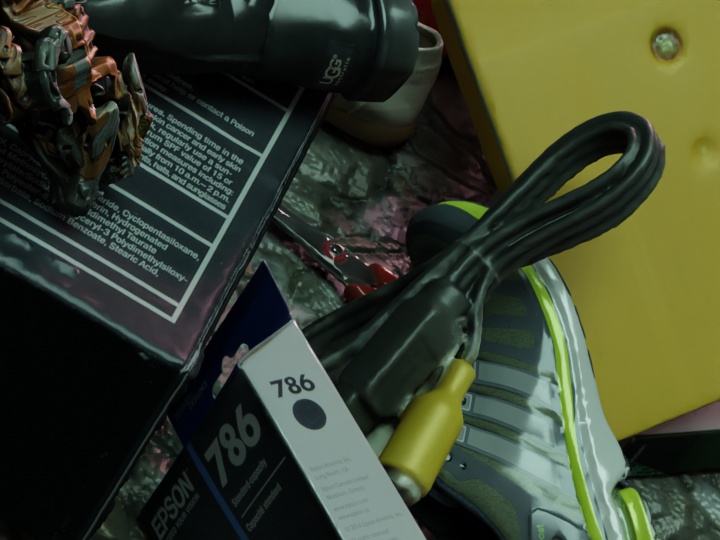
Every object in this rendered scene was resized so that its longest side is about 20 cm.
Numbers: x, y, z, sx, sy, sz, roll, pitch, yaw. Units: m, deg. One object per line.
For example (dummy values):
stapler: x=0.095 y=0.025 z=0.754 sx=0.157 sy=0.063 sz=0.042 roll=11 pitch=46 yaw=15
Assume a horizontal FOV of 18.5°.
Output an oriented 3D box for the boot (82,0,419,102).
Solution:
boot: x=-0.090 y=-0.137 z=0.810 sx=0.199 sy=0.066 sz=0.165 roll=2 pitch=47 yaw=-26

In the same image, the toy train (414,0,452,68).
toy train: x=0.039 y=-0.204 z=1.103 sx=0.084 sy=0.116 sz=0.200 roll=-11 pitch=58 yaw=-41

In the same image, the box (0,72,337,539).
box: x=-0.135 y=-0.037 z=0.815 sx=0.200 sy=0.123 sz=0.199 roll=30 pitch=41 yaw=-4

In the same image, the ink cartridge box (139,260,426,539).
ink cartridge box: x=-0.022 y=0.104 z=0.778 sx=0.039 sy=0.100 sz=0.200 roll=-9 pitch=56 yaw=-38

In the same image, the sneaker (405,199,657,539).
sneaker: x=0.052 y=0.061 z=0.883 sx=0.081 sy=0.074 sz=0.201 roll=-12 pitch=63 yaw=-18

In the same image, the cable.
cable: x=0.039 y=0.016 z=0.869 sx=0.200 sy=0.097 sz=0.050 roll=-45 pitch=125 yaw=-17

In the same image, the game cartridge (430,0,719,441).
game cartridge: x=0.141 y=-0.048 z=0.941 sx=0.176 sy=0.032 sz=0.201 roll=-19 pitch=92 yaw=-18

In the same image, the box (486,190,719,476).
box: x=0.163 y=0.025 z=1.033 sx=0.199 sy=0.036 sz=0.145 roll=-1 pitch=52 yaw=-34

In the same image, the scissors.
scissors: x=0.000 y=0.000 z=0.962 sx=0.200 sy=0.014 sz=0.073 roll=47 pitch=44 yaw=15

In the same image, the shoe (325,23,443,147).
shoe: x=-0.055 y=-0.120 z=1.005 sx=0.199 sy=0.053 sz=0.070 roll=21 pitch=42 yaw=-16

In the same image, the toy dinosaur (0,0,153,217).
toy dinosaur: x=-0.140 y=-0.090 z=0.672 sx=0.200 sy=0.102 sz=0.136 roll=45 pitch=56 yaw=-18
